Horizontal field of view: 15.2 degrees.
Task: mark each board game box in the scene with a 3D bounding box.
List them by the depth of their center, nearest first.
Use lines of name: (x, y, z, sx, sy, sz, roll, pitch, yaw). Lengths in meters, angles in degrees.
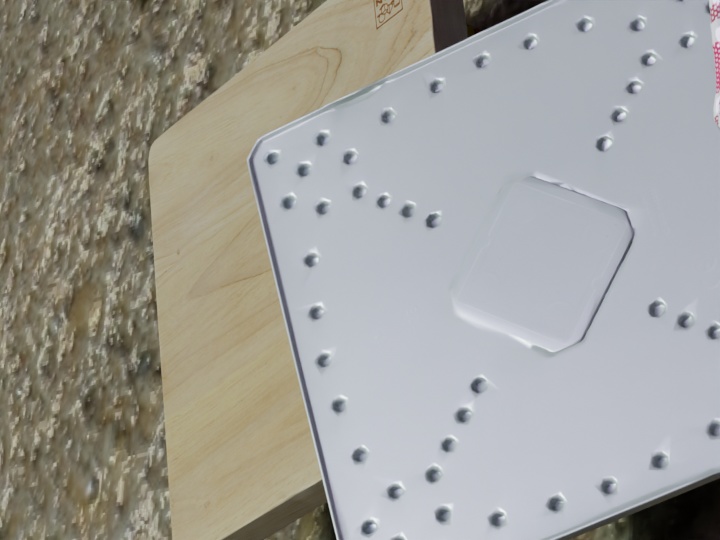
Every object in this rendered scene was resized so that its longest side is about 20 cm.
board game box: (0.069, 0.002, 0.965, 0.199, 0.026, 0.201, -24, 59, 16)

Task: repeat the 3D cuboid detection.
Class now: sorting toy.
sorting toy: (0.000, 0.000, 1.110, 0.200, 0.069, 0.200, -34, 52, 44)

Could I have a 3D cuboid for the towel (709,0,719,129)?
towel: (0.181, -0.136, 0.849, 0.030, 0.146, 0.201, 81, -171, -74)
